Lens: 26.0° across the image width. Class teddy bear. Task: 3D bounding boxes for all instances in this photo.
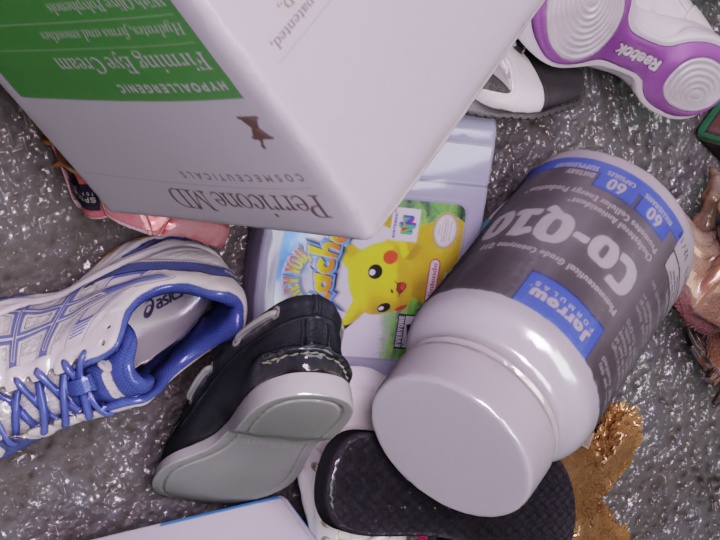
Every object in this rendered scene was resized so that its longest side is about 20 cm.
[{"bbox_3d":[0.112,0.112,0.983,0.145,0.067,0.201,-45,125,-22],"label":"teddy bear"}]

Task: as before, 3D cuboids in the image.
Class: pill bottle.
[{"bbox_3d":[0.095,0.032,0.853,0.200,0.113,0.114,-49,128,-39],"label":"pill bottle"}]

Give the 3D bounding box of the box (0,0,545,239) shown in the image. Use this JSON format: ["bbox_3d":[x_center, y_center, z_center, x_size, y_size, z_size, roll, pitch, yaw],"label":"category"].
[{"bbox_3d":[-0.049,-0.145,0.677,0.200,0.198,0.172,-55,127,-23],"label":"box"}]

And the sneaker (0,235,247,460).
[{"bbox_3d":[-0.151,0.047,0.813,0.199,0.088,0.076,-35,119,-15],"label":"sneaker"}]

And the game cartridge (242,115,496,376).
[{"bbox_3d":[0.000,0.000,0.902,0.132,0.040,0.202,5,103,-15],"label":"game cartridge"}]

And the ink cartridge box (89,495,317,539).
[{"bbox_3d":[-0.099,0.244,0.889,0.146,0.086,0.201,-10,121,-27],"label":"ink cartridge box"}]

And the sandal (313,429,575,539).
[{"bbox_3d":[0.048,0.125,0.890,0.199,0.045,0.076,17,81,-37],"label":"sandal"}]

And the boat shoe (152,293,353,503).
[{"bbox_3d":[-0.058,0.075,0.842,0.075,0.200,0.061,13,61,-28],"label":"boat shoe"}]

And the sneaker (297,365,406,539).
[{"bbox_3d":[0.003,0.146,0.902,0.072,0.085,0.201,-9,130,-5],"label":"sneaker"}]

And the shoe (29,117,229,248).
[{"bbox_3d":[-0.136,-0.074,0.791,0.199,0.071,0.092,17,92,-37],"label":"shoe"}]

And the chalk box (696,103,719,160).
[{"bbox_3d":[0.317,-0.095,1.014,0.200,0.125,0.124,39,85,-34],"label":"chalk box"}]

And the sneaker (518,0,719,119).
[{"bbox_3d":[0.135,-0.158,0.907,0.199,0.100,0.075,27,118,-40],"label":"sneaker"}]

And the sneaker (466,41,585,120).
[{"bbox_3d":[0.050,-0.136,0.877,0.199,0.074,0.089,3,107,-31],"label":"sneaker"}]

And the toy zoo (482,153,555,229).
[{"bbox_3d":[0.110,0.020,0.994,0.200,0.020,0.131,-43,122,-10],"label":"toy zoo"}]

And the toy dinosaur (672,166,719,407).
[{"bbox_3d":[0.236,0.016,1.021,0.199,0.086,0.136,29,96,-34],"label":"toy dinosaur"}]
